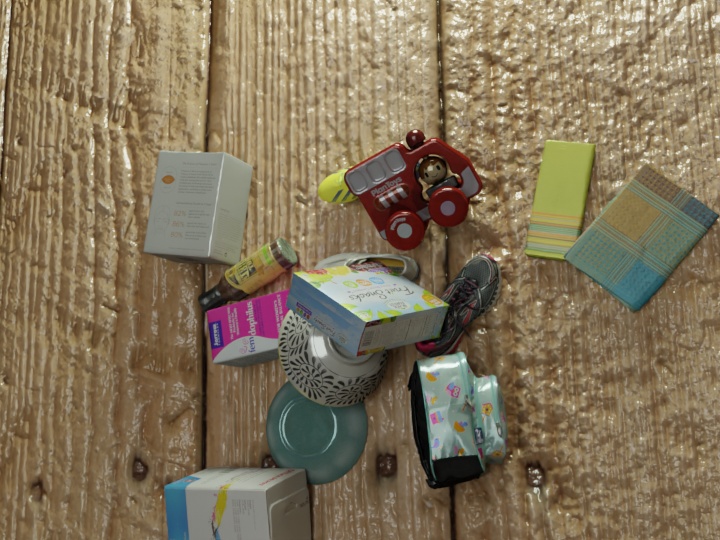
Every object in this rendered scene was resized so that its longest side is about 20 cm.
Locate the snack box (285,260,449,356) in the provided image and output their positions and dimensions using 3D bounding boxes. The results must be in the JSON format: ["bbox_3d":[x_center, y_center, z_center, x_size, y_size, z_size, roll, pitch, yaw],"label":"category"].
[{"bbox_3d":[0.012,0.055,1.473,0.169,0.200,0.068,33,118,36],"label":"snack box"}]

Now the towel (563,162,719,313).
[{"bbox_3d":[0.441,-0.051,1.471,0.147,0.022,0.200,41,96,18],"label":"towel"}]

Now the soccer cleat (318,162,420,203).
[{"bbox_3d":[0.009,-0.169,1.655,0.200,0.084,0.065,-12,75,21],"label":"soccer cleat"}]

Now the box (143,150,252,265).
[{"bbox_3d":[-0.306,-0.117,1.772,0.152,0.106,0.200,5,82,25],"label":"box"}]

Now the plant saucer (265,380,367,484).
[{"bbox_3d":[-0.086,0.274,1.636,0.201,0.039,0.201,-4,79,23],"label":"plant saucer"}]

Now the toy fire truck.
[{"bbox_3d":[0.091,-0.141,1.563,0.200,0.112,0.168,-29,100,16],"label":"toy fire truck"}]

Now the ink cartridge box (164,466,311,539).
[{"bbox_3d":[-0.205,0.422,1.588,0.200,0.147,0.146,-5,90,24],"label":"ink cartridge box"}]

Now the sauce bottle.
[{"bbox_3d":[-0.212,0.015,1.729,0.200,0.065,0.065,-33,69,14],"label":"sauce bottle"}]

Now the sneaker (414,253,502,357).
[{"bbox_3d":[0.164,0.062,1.547,0.081,0.075,0.200,33,93,25],"label":"sneaker"}]

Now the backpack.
[{"bbox_3d":[0.151,0.227,1.469,0.153,0.176,0.200,-16,72,3],"label":"backpack"}]

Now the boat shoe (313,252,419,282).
[{"bbox_3d":[0.000,0.000,1.634,0.200,0.070,0.071,1,80,24],"label":"boat shoe"}]

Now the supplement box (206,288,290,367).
[{"bbox_3d":[-0.161,0.103,1.669,0.200,0.103,0.101,-16,75,22],"label":"supplement box"}]

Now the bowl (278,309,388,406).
[{"bbox_3d":[-0.028,0.119,1.549,0.201,0.094,0.201,7,71,-20],"label":"bowl"}]

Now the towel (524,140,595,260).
[{"bbox_3d":[0.331,-0.115,1.542,0.086,0.018,0.200,9,83,20],"label":"towel"}]
